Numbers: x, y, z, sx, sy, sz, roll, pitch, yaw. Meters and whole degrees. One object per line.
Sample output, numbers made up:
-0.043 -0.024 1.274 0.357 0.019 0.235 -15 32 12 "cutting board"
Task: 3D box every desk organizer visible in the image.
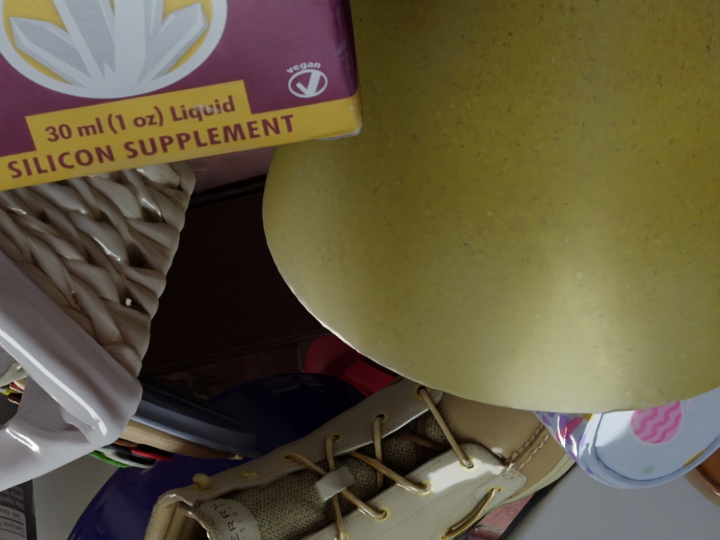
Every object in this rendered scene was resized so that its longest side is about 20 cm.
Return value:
0.000 0.000 1.136 0.199 0.078 0.072 -14 157 12 "desk organizer"

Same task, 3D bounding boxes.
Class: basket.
-0.166 -0.032 0.850 0.135 0.124 0.200 -21 126 40 "basket"

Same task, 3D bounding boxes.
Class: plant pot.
0.071 -0.070 0.890 0.199 0.201 0.143 -3 131 -13 "plant pot"

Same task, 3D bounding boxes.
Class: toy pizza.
-0.137 0.046 1.112 0.199 0.032 0.200 24 180 0 "toy pizza"

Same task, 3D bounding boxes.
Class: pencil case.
0.069 -0.006 0.990 0.090 0.200 0.083 -21 136 -21 "pencil case"

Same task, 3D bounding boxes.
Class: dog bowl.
-0.049 0.150 1.258 0.199 0.079 0.201 -27 141 -24 "dog bowl"

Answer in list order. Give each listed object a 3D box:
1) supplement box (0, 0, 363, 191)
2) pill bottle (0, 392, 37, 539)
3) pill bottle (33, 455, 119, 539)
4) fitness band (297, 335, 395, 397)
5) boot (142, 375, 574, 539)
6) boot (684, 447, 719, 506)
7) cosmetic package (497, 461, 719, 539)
-0.076 -0.128 0.710 0.130 0.104 0.201 -9 139 3 "supplement box"
-0.207 0.126 1.199 0.115 0.201 0.116 -7 158 -3 "pill bottle"
-0.099 0.123 1.348 0.110 0.111 0.200 -19 155 24 "pill bottle"
0.053 0.044 1.319 0.143 0.038 0.200 -21 155 21 "fitness band"
0.001 0.083 1.067 0.155 0.073 0.200 -16 161 -41 "boot"
0.172 -0.018 0.993 0.073 0.201 0.154 4 163 -37 "boot"
0.117 0.154 1.194 0.200 0.123 0.200 -53 173 16 "cosmetic package"
